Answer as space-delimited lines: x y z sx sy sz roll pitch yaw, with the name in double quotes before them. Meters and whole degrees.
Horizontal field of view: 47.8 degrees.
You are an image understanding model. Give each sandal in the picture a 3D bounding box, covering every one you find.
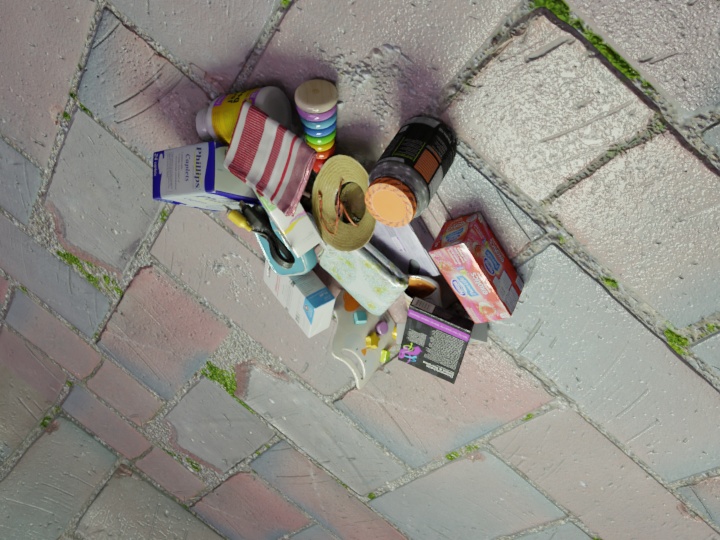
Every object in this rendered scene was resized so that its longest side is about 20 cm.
"sandal" 0.142 0.079 1.775 0.078 0.060 0.208 4 149 22

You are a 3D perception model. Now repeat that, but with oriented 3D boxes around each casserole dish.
"casserole dish" -0.175 -0.060 1.814 0.119 0.039 0.202 -7 126 24

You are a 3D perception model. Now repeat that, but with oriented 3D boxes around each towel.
"towel" 0.000 0.000 1.758 0.199 0.048 0.171 41 153 1
"towel" -0.177 -0.214 1.551 0.199 0.023 0.146 37 119 23

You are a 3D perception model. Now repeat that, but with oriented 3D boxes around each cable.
"cable" -0.200 -0.073 1.675 0.050 0.097 0.201 -47 74 23

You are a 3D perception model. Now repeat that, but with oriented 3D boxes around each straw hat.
"straw hat" -0.007 -0.139 1.635 0.199 0.084 0.206 15 111 45

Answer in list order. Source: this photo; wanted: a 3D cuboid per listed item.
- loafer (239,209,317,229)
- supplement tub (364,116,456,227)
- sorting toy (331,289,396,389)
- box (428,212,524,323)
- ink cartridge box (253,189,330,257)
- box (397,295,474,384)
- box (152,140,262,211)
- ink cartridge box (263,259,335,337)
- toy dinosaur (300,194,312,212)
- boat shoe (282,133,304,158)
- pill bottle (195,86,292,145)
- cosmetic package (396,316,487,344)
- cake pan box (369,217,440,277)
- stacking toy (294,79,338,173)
"loafer" -0.183 -0.126 1.840 0.195 0.063 0.073 9 109 10
"supplement tub" 0.089 -0.178 1.481 0.120 0.201 0.124 19 139 17
"sorting toy" 0.004 0.173 1.906 0.105 0.181 0.201 -13 123 41
"box" 0.235 -0.003 1.636 0.094 0.100 0.201 -14 122 41
"ink cartridge box" -0.147 -0.108 1.686 0.202 0.067 0.117 59 175 -30
"box" 0.161 0.154 1.760 0.141 0.036 0.202 23 139 12
"box" -0.314 -0.196 1.739 0.197 0.182 0.108 -3 84 37
"ink cartridge box" -0.148 0.044 1.937 0.201 0.066 0.117 49 147 25
"toy dinosaur" -0.147 -0.171 1.761 0.196 0.048 0.090 14 126 13
"boat shoe" -0.130 -0.223 1.635 0.074 0.074 0.200 49 177 -11
"pill bottle" -0.242 -0.308 1.652 0.197 0.105 0.105 -2 129 35
"cosmetic package" 0.182 0.141 1.827 0.197 0.052 0.082 -9 166 40
"cake pan box" 0.060 -0.065 1.733 0.182 0.053 0.201 -14 121 40
"stacking toy" -0.080 -0.274 1.607 0.084 0.086 0.202 19 145 17
